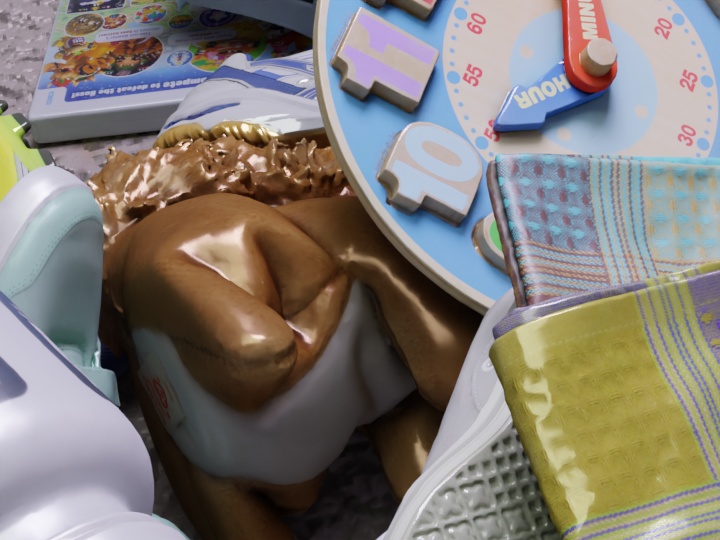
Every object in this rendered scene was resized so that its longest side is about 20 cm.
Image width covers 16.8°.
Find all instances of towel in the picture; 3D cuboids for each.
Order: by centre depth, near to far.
[{"bbox_3d":[0.131,0.081,0.700,0.144,0.023,0.200,-10,62,-20],"label":"towel"},{"bbox_3d":[0.145,0.025,0.773,0.200,0.022,0.147,1,58,-22],"label":"towel"}]

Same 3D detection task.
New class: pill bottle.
[{"bbox_3d":[-0.135,0.066,0.751,0.120,0.120,0.200,-34,57,-22],"label":"pill bottle"}]

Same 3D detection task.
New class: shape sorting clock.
[{"bbox_3d":[0.079,-0.068,0.869,0.200,0.039,0.200,6,66,-13],"label":"shape sorting clock"}]

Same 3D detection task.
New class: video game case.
[{"bbox_3d":[-0.077,-0.136,1.191,0.143,0.018,0.200,-6,40,10],"label":"video game case"}]

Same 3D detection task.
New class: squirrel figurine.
[{"bbox_3d":[0.000,0.000,0.920,0.187,0.142,0.200,-23,42,-21],"label":"squirrel figurine"}]

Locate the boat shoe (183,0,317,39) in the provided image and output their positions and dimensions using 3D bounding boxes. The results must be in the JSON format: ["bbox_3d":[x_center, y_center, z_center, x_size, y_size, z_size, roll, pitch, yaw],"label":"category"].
[{"bbox_3d":[0.001,-0.147,1.117,0.200,0.071,0.091,23,45,15],"label":"boat shoe"}]

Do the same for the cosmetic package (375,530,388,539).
[{"bbox_3d":[0.103,0.132,0.771,0.200,0.081,0.113,23,50,38],"label":"cosmetic package"}]

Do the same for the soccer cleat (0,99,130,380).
[{"bbox_3d":[-0.156,-0.010,1.032,0.084,0.065,0.200,-31,41,-10],"label":"soccer cleat"}]

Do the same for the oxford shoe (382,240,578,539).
[{"bbox_3d":[0.046,0.072,0.758,0.058,0.075,0.200,-39,20,51],"label":"oxford shoe"}]

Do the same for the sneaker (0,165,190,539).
[{"bbox_3d":[-0.084,0.069,0.846,0.118,0.200,0.074,10,4,23],"label":"sneaker"}]

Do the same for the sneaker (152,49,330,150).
[{"bbox_3d":[0.011,-0.066,1.038,0.200,0.075,0.088,4,43,20],"label":"sneaker"}]
